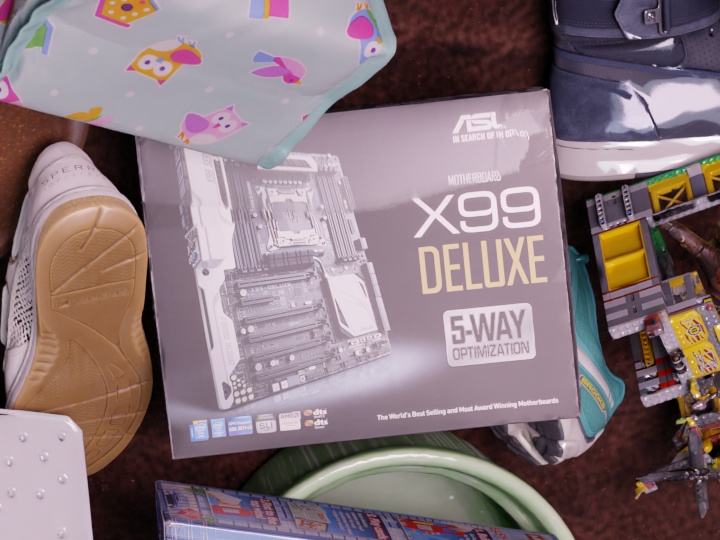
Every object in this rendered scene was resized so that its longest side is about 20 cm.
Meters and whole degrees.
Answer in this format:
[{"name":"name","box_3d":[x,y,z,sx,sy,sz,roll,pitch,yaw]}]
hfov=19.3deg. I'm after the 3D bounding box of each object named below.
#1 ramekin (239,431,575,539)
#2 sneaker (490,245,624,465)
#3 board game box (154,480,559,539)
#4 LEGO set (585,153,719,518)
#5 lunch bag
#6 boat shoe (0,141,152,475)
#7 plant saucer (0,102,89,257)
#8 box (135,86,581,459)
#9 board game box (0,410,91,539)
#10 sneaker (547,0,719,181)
[{"name":"ramekin","box_3d":[0.014,0.174,1.102,0.199,0.098,0.201,-2,104,-10]},{"name":"sneaker","box_3d":[0.076,0.001,1.097,0.080,0.077,0.201,-31,103,-37]},{"name":"board game box","box_3d":[0.007,0.195,1.022,0.199,0.062,0.201,-5,104,-8]},{"name":"LEGO set","box_3d":[0.197,0.033,1.058,0.153,0.116,0.200,-12,130,8]},{"name":"lunch bag","box_3d":[-0.097,-0.162,0.943,0.170,0.201,0.122,11,140,-40]},{"name":"boat shoe","box_3d":[-0.141,0.022,1.038,0.071,0.069,0.200,-6,136,-22]},{"name":"plant saucer","box_3d":[-0.207,-0.056,0.983,0.200,0.037,0.201,-23,137,-23]},{"name":"box","box_3d":[0.000,0.000,1.019,0.199,0.050,0.158,-5,96,2]},{"name":"board game box","box_3d":[-0.208,0.155,0.940,0.199,0.026,0.201,9,62,-36]},{"name":"sneaker","box_3d":[0.191,-0.127,1.075,0.201,0.077,0.147,-6,107,-8]}]
